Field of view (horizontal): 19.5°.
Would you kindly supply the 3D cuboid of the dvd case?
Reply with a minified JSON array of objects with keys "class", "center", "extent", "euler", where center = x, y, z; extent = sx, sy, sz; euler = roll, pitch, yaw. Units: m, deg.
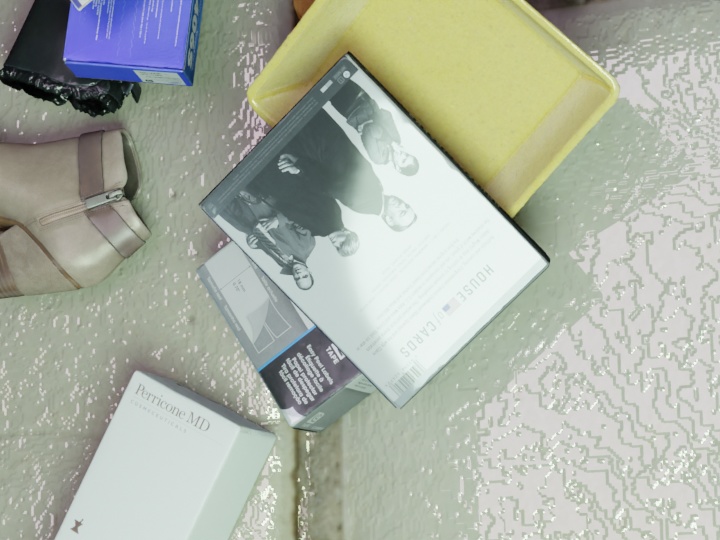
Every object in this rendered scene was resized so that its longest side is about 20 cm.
[{"class":"dvd case","center":[0.009,-0.026,1.441],"extent":[0.150,0.025,0.200],"euler":[-44,94,13]}]

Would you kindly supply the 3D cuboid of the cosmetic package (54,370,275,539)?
[{"class":"cosmetic package","center":[-0.156,0.187,1.541],"extent":[0.101,0.071,0.201],"euler":[25,90,23]}]

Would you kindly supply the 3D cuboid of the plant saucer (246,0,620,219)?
[{"class":"plant saucer","center":[0.052,-0.129,1.443],"extent":[0.200,0.048,0.200],"euler":[41,123,-1]}]

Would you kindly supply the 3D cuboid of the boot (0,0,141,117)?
[{"class":"boot","center":[-0.240,-0.217,1.642],"extent":[0.197,0.073,0.164],"euler":[18,83,16]}]

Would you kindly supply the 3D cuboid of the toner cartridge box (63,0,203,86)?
[{"class":"toner cartridge box","center":[-0.162,-0.243,1.581],"extent":[0.094,0.043,0.202],"euler":[6,80,6]}]

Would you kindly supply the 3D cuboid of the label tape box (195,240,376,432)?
[{"class":"label tape box","center":[0.000,0.000,1.517],"extent":[0.199,0.063,0.145],"euler":[-38,70,12]}]

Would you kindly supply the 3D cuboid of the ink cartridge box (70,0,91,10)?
[{"class":"ink cartridge box","center":[-0.150,-0.280,1.537],"extent":[0.199,0.039,0.100],"euler":[-38,71,2]}]

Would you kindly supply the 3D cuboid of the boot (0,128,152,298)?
[{"class":"boot","center":[-0.245,-0.074,1.630],"extent":[0.145,0.070,0.201],"euler":[-24,74,9]}]

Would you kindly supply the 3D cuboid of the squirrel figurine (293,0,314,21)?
[{"class":"squirrel figurine","center":[0.028,-0.248,1.531],"extent":[0.186,0.141,0.201],"euler":[-34,56,23]}]
